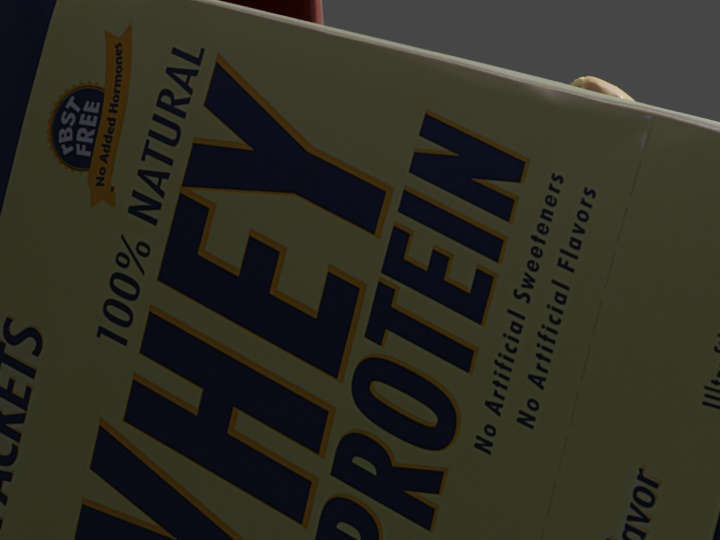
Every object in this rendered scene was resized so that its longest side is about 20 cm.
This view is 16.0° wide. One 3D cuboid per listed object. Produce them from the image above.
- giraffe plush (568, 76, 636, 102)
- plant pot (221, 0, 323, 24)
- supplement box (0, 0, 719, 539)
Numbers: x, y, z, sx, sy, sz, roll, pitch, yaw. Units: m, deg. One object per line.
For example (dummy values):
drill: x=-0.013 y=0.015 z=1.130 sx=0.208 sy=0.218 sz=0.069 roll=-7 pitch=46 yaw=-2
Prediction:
giraffe plush: x=0.156 y=-0.014 z=1.724 sx=0.199 sy=0.174 sz=0.162 roll=-21 pitch=-22 yaw=21
plant pot: x=-0.136 y=-0.043 z=0.670 sx=0.194 sy=0.203 sz=0.201 roll=7 pitch=1 yaw=22
supplement box: x=0.036 y=0.028 z=0.553 sx=0.199 sy=0.135 sz=0.200 roll=16 pitch=4 yaw=27
